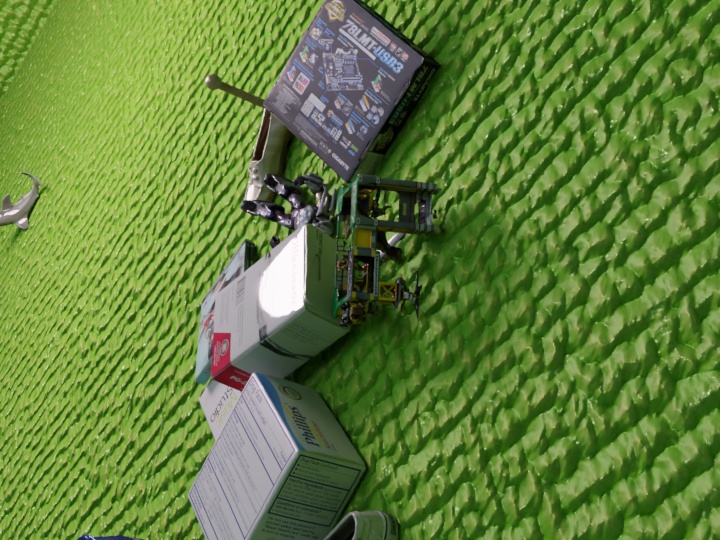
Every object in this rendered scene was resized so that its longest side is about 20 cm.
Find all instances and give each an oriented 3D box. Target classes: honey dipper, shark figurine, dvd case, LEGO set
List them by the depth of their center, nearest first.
[{"bbox_3d":[0.036,-0.025,1.311,0.154,0.115,0.201,126,147,-68],"label":"LEGO set"},{"bbox_3d":[-0.136,-0.241,1.587,0.038,0.199,0.038,-32,48,44],"label":"honey dipper"},{"bbox_3d":[-0.205,0.060,1.657,0.146,0.022,0.200,-52,22,27],"label":"dvd case"},{"bbox_3d":[-0.881,-0.160,2.850,0.214,0.128,0.090,-39,65,14],"label":"shark figurine"}]

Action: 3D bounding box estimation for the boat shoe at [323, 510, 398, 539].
[{"bbox_3d":[-0.037,0.340,1.221,0.200,0.066,0.072,-50,36,29],"label":"boat shoe"}]

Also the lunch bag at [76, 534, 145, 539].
[{"bbox_3d":[-0.354,0.490,1.569,0.136,0.132,0.201,23,91,43],"label":"lunch bag"}]

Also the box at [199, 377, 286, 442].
[{"bbox_3d":[-0.160,0.185,1.533,0.145,0.036,0.200,-60,33,15],"label":"box"}]

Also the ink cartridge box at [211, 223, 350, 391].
[{"bbox_3d":[-0.105,0.054,1.437,0.200,0.083,0.146,-36,40,34],"label":"ink cartridge box"}]

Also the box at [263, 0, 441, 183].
[{"bbox_3d":[-0.016,-0.252,1.483,0.200,0.050,0.199,44,111,29],"label":"box"}]

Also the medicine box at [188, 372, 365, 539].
[{"bbox_3d":[-0.108,0.262,1.342,0.201,0.103,0.182,-61,32,13],"label":"medicine box"}]

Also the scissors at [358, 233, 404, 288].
[{"bbox_3d":[0.000,0.000,1.412,0.200,0.014,0.073,-57,32,22],"label":"scissors"}]

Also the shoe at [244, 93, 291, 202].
[{"bbox_3d":[-0.149,-0.185,1.717,0.070,0.053,0.201,12,83,59],"label":"shoe"}]

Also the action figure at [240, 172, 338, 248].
[{"bbox_3d":[-0.094,-0.080,1.557,0.200,0.069,0.131,32,95,55],"label":"action figure"}]
